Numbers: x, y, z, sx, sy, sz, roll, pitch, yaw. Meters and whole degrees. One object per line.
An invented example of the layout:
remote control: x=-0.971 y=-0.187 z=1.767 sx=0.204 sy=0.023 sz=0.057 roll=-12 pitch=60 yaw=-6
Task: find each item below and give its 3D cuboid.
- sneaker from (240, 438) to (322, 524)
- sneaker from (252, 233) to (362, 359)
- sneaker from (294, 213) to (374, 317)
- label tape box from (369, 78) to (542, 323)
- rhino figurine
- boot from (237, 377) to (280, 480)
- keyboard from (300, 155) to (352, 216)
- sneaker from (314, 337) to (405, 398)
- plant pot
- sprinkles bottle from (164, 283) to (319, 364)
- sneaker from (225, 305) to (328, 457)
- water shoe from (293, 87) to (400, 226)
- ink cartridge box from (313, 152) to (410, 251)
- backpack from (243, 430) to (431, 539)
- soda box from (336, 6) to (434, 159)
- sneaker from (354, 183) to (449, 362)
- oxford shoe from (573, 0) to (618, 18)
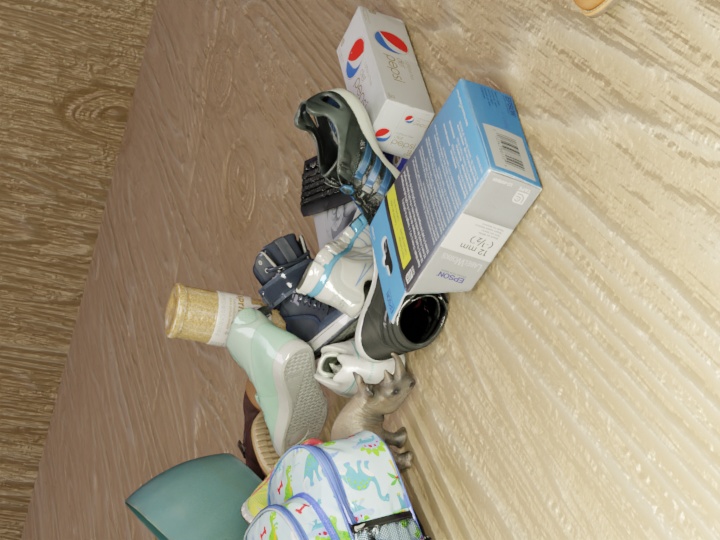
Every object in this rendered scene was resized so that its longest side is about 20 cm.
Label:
sneaker: x=-0.077 y=0.243 z=1.702 sx=0.091 sy=0.078 sz=0.200 roll=-59 pitch=3 yaw=14
sneaker: x=-0.055 y=0.020 z=1.731 sx=0.202 sy=0.076 sz=0.148 roll=-33 pitch=79 yaw=61
sneaker: x=0.000 y=0.000 z=1.644 sx=0.075 sy=0.086 sz=0.200 roll=-56 pitch=-3 yaw=31
label tape box: x=0.086 y=-0.060 z=1.449 sx=0.201 sy=0.065 sz=0.144 roll=-59 pitch=28 yaw=34
rhino figurine: x=0.008 y=0.178 z=1.533 sx=0.060 sy=0.086 sz=0.202 roll=-129 pitch=52 yaw=-65
boot: x=-0.115 y=0.226 z=1.925 sx=0.201 sy=0.071 sz=0.167 roll=-101 pitch=17 yaw=-44
keyboard: x=-0.033 y=-0.136 z=1.802 sx=0.200 sy=0.020 sz=0.129 roll=168 pitch=113 yaw=-68
sneaker: x=-0.016 y=0.103 z=1.655 sx=0.200 sy=0.079 sz=0.071 roll=169 pitch=109 yaw=-72
plant pot: x=-0.178 y=0.311 z=1.888 sx=0.135 sy=0.200 sz=0.200 roll=-46 pitch=13 yaw=-15
sprinkles bottle: x=-0.137 y=0.066 z=1.835 sx=0.068 sy=0.198 sz=0.069 roll=-169 pitch=90 yaw=-71
sneaker: x=-0.102 y=0.127 z=1.760 sx=0.118 sy=0.073 sz=0.202 roll=38 pitch=146 yaw=33
water shoe: x=-0.007 y=-0.098 z=1.623 sx=0.071 sy=0.078 sz=0.201 roll=-40 pitch=76 yaw=49
ink cartridge box: x=-0.006 y=-0.115 z=1.805 sx=0.201 sy=0.040 sz=0.201 roll=-102 pitch=30 yaw=-50
backpack: x=-0.022 y=0.260 z=1.406 sx=0.183 sy=0.146 sz=0.202 roll=-49 pitch=55 yaw=54
soda box: x=0.027 y=-0.218 z=1.727 sx=0.068 sy=0.063 sz=0.201 roll=-60 pitch=28 yaw=33
sneaker: x=0.057 y=-0.003 z=1.539 sx=0.099 sy=0.070 sz=0.202 roll=-3 pitch=71 yaw=58
oxford shoe: x=0.213 y=-0.302 z=1.243 sx=0.072 sy=0.070 sz=0.201 roll=-105 pitch=30 yaw=-49
